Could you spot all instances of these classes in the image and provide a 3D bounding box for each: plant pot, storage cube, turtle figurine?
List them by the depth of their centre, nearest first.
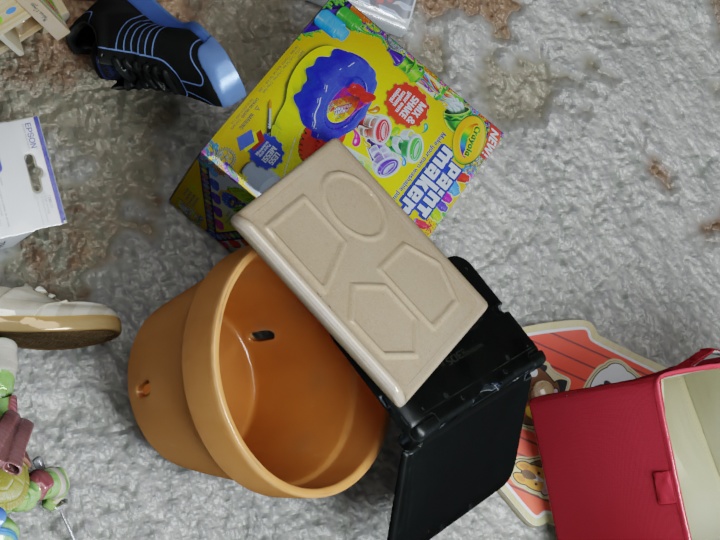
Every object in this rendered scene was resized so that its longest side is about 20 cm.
[{"bbox_3d":[-0.302,0.160,1.300,0.143,0.200,0.195,-17,57,-1],"label":"turtle figurine"},{"bbox_3d":[-0.089,0.081,1.339,0.199,0.139,0.202,13,73,-46],"label":"plant pot"},{"bbox_3d":[0.270,0.170,1.414,0.170,0.179,0.202,-10,86,-31],"label":"storage cube"}]

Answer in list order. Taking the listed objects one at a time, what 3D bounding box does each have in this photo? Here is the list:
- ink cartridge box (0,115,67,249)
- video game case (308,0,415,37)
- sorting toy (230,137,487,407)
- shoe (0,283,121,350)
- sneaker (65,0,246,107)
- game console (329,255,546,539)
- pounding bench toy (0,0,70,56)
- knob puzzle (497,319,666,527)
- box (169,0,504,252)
[{"bbox_3d":[-0.344,-0.057,1.365,0.198,0.039,0.100,-12,77,-21],"label":"ink cartridge box"},{"bbox_3d":[-0.028,-0.333,1.590,0.199,0.023,0.184,20,67,-12],"label":"video game case"},{"bbox_3d":[0.000,0.000,1.305,0.185,0.036,0.200,48,31,0],"label":"sorting toy"},{"bbox_3d":[-0.287,0.029,1.351,0.198,0.070,0.054,3,74,-18],"label":"shoe"},{"bbox_3d":[-0.173,-0.174,1.420,0.078,0.070,0.200,-38,43,-15],"label":"sneaker"},{"bbox_3d":[0.053,0.107,1.379,0.176,0.116,0.200,51,36,10],"label":"game console"},{"bbox_3d":[-0.336,-0.209,1.390,0.155,0.200,0.125,-33,75,3],"label":"pounding bench toy"},{"bbox_3d":[0.178,0.131,1.502,0.218,0.030,0.222,6,71,-17],"label":"knob puzzle"},{"bbox_3d":[-0.020,-0.088,1.456,0.192,0.122,0.200,39,64,-4],"label":"box"}]
